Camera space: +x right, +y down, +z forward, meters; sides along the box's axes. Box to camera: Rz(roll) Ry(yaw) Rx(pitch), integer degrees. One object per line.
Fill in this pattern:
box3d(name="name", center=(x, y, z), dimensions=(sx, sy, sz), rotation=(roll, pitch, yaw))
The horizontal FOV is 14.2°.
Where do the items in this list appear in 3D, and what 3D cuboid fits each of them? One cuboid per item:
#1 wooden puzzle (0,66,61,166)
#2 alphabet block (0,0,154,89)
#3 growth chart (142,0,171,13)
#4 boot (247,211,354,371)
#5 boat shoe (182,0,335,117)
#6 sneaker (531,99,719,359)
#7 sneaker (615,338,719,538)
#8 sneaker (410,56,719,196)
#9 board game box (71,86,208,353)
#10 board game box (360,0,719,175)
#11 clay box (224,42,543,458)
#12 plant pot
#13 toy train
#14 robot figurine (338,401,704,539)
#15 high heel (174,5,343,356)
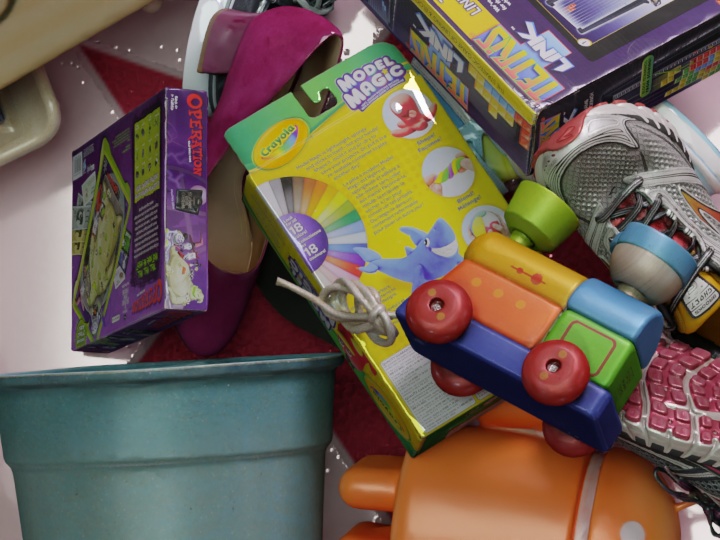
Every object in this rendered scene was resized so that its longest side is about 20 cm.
box3d(name="wooden puzzle", center=(-0.292, -0.118, 1.693), dimensions=(0.200, 0.046, 0.186), rotation=(-28, 64, 6))
box3d(name="alphabet block", center=(-0.229, -0.230, 1.590), dimensions=(0.200, 0.196, 0.197), rotation=(-29, 52, -2))
box3d(name="growth chart", center=(-0.123, -0.236, 1.684), dimensions=(0.145, 0.018, 0.200), rotation=(-47, 53, -1))
box3d(name="boot", center=(0.000, 0.000, 1.646), dimensions=(0.200, 0.075, 0.074), rotation=(45, 134, 26))
box3d(name="boat shoe", center=(-0.039, -0.175, 1.670), dimensions=(0.068, 0.072, 0.200), rotation=(22, 79, 14))
box3d(name="sneaker", center=(0.167, -0.016, 1.543), dimensions=(0.078, 0.200, 0.082), rotation=(-40, 35, 12))
box3d(name="sneaker", center=(0.190, 0.102, 1.520), dimensions=(0.200, 0.081, 0.075), rotation=(25, 127, 8))
box3d(name="sneaker", center=(0.100, -0.063, 1.624), dimensions=(0.200, 0.080, 0.131), rotation=(34, 87, 22))
box3d(name="board game box", center=(-0.124, -0.024, 1.602), dimensions=(0.032, 0.200, 0.120), rotation=(7, 81, -19))
box3d(name="board game box", center=(0.098, -0.165, 1.591), dimensions=(0.165, 0.057, 0.200), rotation=(-29, 59, -21))
box3d(name="clay box", center=(0.022, -0.014, 1.559), dimensions=(0.115, 0.048, 0.200), rotation=(-30, 77, -14))
box3d(name="plant pot", center=(-0.103, 0.148, 1.580), dimensions=(0.199, 0.200, 0.197), rotation=(-3, 90, 10))
box3d(name="toy train", center=(0.066, 0.001, 1.488), dimensions=(0.200, 0.085, 0.116), rotation=(28, 73, 24))
box3d(name="robot figurine", center=(0.088, 0.144, 1.575), dimensions=(0.199, 0.117, 0.144), rotation=(8, 57, 10))
box3d(name="high heel", center=(-0.059, -0.047, 1.598), dimensions=(0.096, 0.067, 0.201), rotation=(12, 101, 49))
